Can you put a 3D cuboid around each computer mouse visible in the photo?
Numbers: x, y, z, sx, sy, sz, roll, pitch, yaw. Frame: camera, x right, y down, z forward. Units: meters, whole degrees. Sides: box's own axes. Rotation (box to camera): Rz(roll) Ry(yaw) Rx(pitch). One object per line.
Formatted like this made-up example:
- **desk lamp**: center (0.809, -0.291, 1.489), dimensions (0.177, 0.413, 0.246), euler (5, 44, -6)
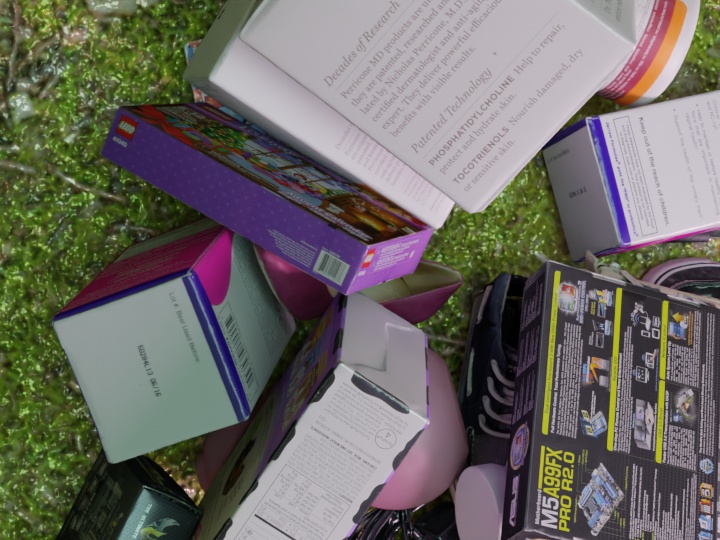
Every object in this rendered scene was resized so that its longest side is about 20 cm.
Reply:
- **computer mouse**: center (0.082, 0.235, 1.327), dimensions (0.200, 0.053, 0.139), euler (46, 66, -11)

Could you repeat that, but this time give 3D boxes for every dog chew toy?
- **dog chew toy**: center (-0.024, 0.125, 1.246), dimensions (0.198, 0.125, 0.126), euler (-16, 101, 5)

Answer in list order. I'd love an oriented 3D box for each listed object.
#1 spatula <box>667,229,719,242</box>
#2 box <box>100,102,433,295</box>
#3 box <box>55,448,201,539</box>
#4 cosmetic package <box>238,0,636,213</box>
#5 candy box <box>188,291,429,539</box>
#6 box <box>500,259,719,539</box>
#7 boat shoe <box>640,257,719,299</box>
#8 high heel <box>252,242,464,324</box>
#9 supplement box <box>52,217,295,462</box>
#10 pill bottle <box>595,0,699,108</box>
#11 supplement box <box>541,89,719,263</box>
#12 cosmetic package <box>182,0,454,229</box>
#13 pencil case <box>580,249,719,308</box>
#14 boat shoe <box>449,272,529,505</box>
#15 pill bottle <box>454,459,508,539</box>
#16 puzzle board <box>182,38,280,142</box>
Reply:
- **spatula**: center (0.299, -0.032, 1.382), dimensions (0.198, 0.021, 0.057), euler (-1, 83, -15)
- **box**: center (-0.060, -0.054, 1.157), dimensions (0.199, 0.137, 0.039), euler (29, 105, 15)
- **box**: center (-0.190, 0.230, 1.185), dimensions (0.051, 0.158, 0.202), euler (27, 87, -17)
- **cosmetic package**: center (0.057, -0.186, 1.123), dimensions (0.199, 0.168, 0.166), euler (36, 122, -13)
- **candy box**: center (-0.038, 0.128, 1.103), dimensions (0.071, 0.168, 0.201), euler (32, 104, -8)
- **box**: center (0.184, 0.108, 1.170), dimensions (0.159, 0.044, 0.202), euler (14, 62, -13)
- **boat shoe**: center (0.320, 0.038, 1.372), dimensions (0.198, 0.068, 0.073), euler (15, 91, -18)
- **high heel**: center (0.000, 0.000, 1.207), dimensions (0.095, 0.200, 0.068), euler (-26, 60, 16)
- **supplement box**: center (-0.119, 0.036, 1.147), dimensions (0.102, 0.200, 0.102), euler (-18, 101, 13)
- **pill bottle**: center (0.143, -0.206, 1.268), dimensions (0.198, 0.110, 0.111), euler (22, 89, -14)
- **supplement box**: center (0.257, -0.080, 1.314), dimensions (0.198, 0.101, 0.104), euler (-14, 86, -15)
- **cosmetic package**: center (-0.020, -0.113, 1.216), dimensions (0.199, 0.101, 0.072), euler (33, 87, -17)
- **pencil case**: center (0.248, 0.050, 1.287), dimensions (0.198, 0.078, 0.090), euler (12, 116, -13)
- **boat shoe**: center (0.107, 0.096, 1.270), dimensions (0.074, 0.093, 0.202), euler (3, 76, -3)
- **pill bottle**: center (0.172, 0.165, 1.224), dimensions (0.198, 0.104, 0.106), euler (-5, 97, -22)
- **puzzle board**: center (-0.023, -0.116, 1.276), dimensions (0.198, 0.017, 0.152), euler (-14, 99, -15)
